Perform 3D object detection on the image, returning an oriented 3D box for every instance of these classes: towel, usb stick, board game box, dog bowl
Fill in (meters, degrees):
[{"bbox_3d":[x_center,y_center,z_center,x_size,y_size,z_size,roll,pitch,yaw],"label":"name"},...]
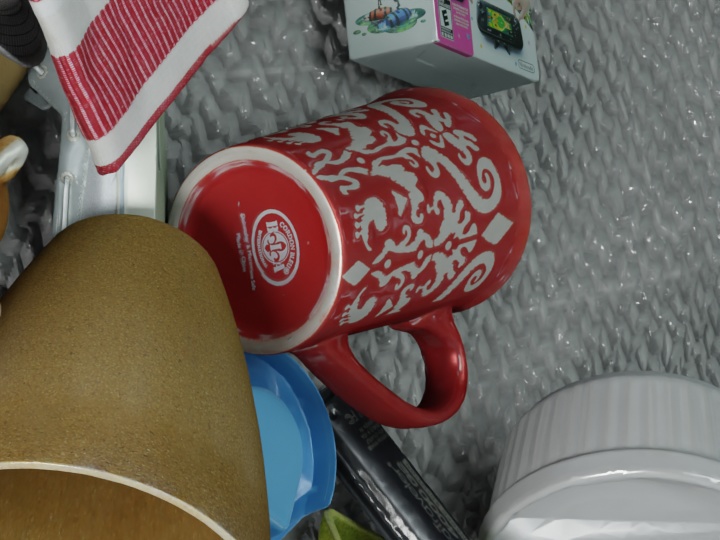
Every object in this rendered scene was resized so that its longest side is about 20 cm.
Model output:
[{"bbox_3d":[-0.114,-0.165,1.049,0.144,0.023,0.201,-56,141,-40],"label":"towel"},{"bbox_3d":[0.036,0.150,1.263,0.200,0.033,0.055,52,25,5],"label":"usb stick"},{"bbox_3d":[0.044,-0.220,1.402,0.147,0.064,0.202,12,69,-61],"label":"board game box"},{"bbox_3d":[-0.076,0.134,1.173,0.111,0.049,0.201,39,51,-36],"label":"dog bowl"}]

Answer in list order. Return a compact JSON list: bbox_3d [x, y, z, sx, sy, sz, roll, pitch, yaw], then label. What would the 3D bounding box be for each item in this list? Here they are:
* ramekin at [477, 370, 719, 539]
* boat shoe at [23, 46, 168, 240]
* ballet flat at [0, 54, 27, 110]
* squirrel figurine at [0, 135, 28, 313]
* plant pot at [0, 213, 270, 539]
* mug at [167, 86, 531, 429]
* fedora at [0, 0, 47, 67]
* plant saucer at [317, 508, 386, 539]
[{"bbox_3d":[0.170,0.145,1.360,0.202,0.202,0.095,42,38,-34],"label":"ramekin"},{"bbox_3d":[-0.137,-0.090,1.137,0.070,0.071,0.202,-68,156,-87],"label":"boat shoe"},{"bbox_3d":[-0.236,-0.127,1.054,0.200,0.068,0.063,31,72,-39],"label":"ballet flat"},{"bbox_3d":[-0.229,-0.036,0.979,0.187,0.141,0.201,-35,108,-56],"label":"squirrel figurine"},{"bbox_3d":[-0.124,0.076,1.056,0.186,0.186,0.201,45,33,-32],"label":"plant pot"},{"bbox_3d":[0.006,-0.009,1.210,0.178,0.133,0.200,52,27,12],"label":"mug"},{"bbox_3d":[-0.191,-0.201,1.052,0.200,0.090,0.177,44,15,-19],"label":"fedora"},{"bbox_3d":[0.056,0.249,1.243,0.199,0.048,0.201,34,22,-40],"label":"plant saucer"}]
